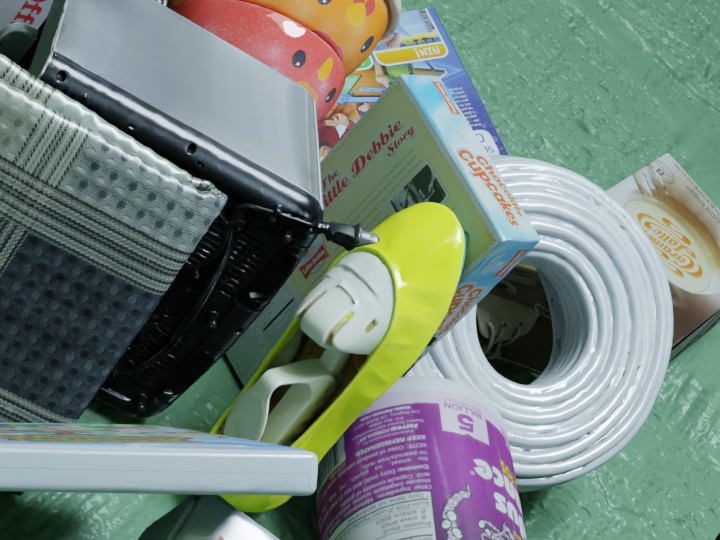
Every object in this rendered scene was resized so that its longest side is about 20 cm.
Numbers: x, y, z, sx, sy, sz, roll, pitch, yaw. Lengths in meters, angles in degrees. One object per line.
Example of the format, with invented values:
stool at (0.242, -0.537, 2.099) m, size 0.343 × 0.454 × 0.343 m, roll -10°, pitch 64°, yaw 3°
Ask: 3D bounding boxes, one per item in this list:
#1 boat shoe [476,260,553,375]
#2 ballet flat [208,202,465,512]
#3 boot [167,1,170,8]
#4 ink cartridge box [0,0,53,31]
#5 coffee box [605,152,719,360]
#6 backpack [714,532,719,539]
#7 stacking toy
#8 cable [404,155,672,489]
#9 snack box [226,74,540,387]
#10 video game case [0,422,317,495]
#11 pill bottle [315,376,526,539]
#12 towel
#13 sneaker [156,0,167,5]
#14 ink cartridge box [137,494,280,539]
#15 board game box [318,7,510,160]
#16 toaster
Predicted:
boat shoe at (0.069, 0.026, 1.530) m, size 0.200 × 0.076 × 0.072 m, roll 26°, pitch 39°, yaw -9°
ballet flat at (-0.019, 0.047, 1.286) m, size 0.067 × 0.200 × 0.067 m, roll 46°, pitch 18°, yaw 30°
boot at (-0.123, -0.218, 1.612) m, size 0.131 × 0.068 × 0.200 m, roll 36°, pitch 27°, yaw 1°
ink cartridge box at (-0.266, -0.158, 1.295) m, size 0.200 × 0.146 × 0.084 m, roll 9°, pitch 46°, yaw -39°
coffee box at (0.182, 0.009, 1.656) m, size 0.114 × 0.080 × 0.200 m, roll 48°, pitch 33°, yaw 7°
backpack at (0.243, 0.246, 1.417) m, size 0.163 × 0.154 × 0.200 m, roll 45°, pitch 11°, yaw -2°
stacking toy at (-0.069, -0.098, 1.426) m, size 0.146 × 0.146 × 0.200 m, roll 27°, pitch 68°, yaw -24°
cable at (0.088, 0.029, 1.449) m, size 0.200 × 0.069 × 0.200 m, roll 45°, pitch 68°, yaw -12°
snack box at (0.000, 0.000, 1.357) m, size 0.037 × 0.200 × 0.116 m, roll 0°, pitch 52°, yaw -49°
video game case at (-0.144, 0.083, 1.112) m, size 0.200 × 0.182 × 0.022 m, roll 3°, pitch 89°, yaw -24°
pill bottle at (0.035, 0.162, 1.296) m, size 0.112 × 0.112 × 0.200 m, roll 24°, pitch 38°, yaw -28°
towel at (-0.196, -0.008, 1.178) m, size 0.200 × 0.193 × 0.035 m, roll 29°, pitch 16°, yaw -22°
sneaker at (-0.139, -0.128, 1.379) m, size 0.080 × 0.200 × 0.086 m, roll 16°, pitch 6°, yaw -8°
ink cartridge box at (-0.041, 0.220, 1.126) m, size 0.200 × 0.086 × 0.147 m, roll 37°, pitch 61°, yaw -9°
board game box at (-0.023, -0.089, 1.511) m, size 0.200 × 0.034 × 0.136 m, roll -10°, pitch 57°, yaw -22°
toaster at (-0.123, -0.035, 1.282) m, size 0.200 × 0.181 × 0.119 m, roll 28°, pitch 34°, yaw -21°
